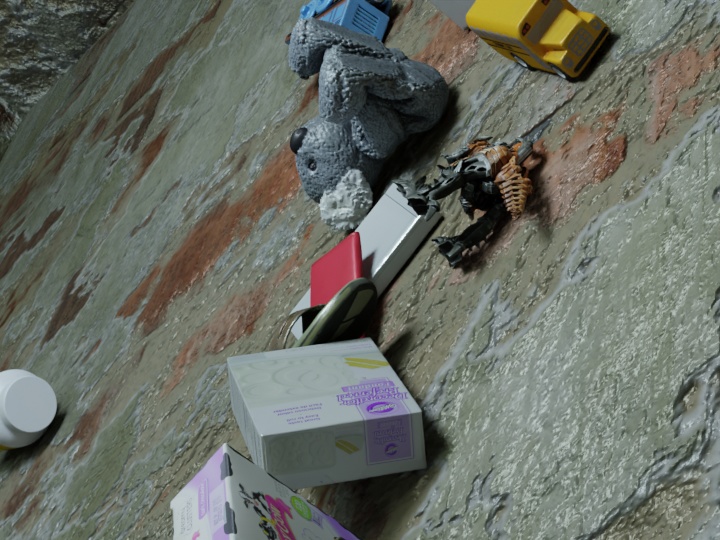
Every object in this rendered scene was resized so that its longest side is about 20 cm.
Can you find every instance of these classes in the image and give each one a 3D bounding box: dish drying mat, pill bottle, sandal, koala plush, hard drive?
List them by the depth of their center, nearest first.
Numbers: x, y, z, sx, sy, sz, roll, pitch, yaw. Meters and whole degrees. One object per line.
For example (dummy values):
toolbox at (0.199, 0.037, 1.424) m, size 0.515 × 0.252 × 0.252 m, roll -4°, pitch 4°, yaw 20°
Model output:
sandal at (-0.063, 0.075, 1.666) m, size 0.201 × 0.080 × 0.058 m, roll -46°, pitch 66°, yaw 24°
dish drying mat at (-0.023, 0.055, 1.731) m, size 0.077 × 0.018 × 0.201 m, roll -38°, pitch 37°, yaw 33°
hard drive at (0.000, 0.000, 1.818) m, size 0.201 × 0.027 × 0.132 m, roll -52°, pitch 21°, yaw 2°
koala plush at (-0.008, -0.156, 1.953) m, size 0.201 × 0.182 × 0.178 m, roll -67°, pitch 27°, yaw 21°
pill bottle at (-0.516, 0.205, 2.472) m, size 0.199 × 0.112 × 0.113 m, roll -16°, pitch 41°, yaw 57°

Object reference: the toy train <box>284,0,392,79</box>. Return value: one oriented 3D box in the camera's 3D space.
toy train at (-0.034, -0.335, 2.360) m, size 0.199 × 0.086 × 0.115 m, roll -22°, pitch 42°, yaw 54°

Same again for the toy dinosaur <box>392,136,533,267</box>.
toy dinosaur at (0.114, -0.084, 1.629) m, size 0.135 × 0.103 × 0.200 m, roll -36°, pitch -1°, yaw -2°

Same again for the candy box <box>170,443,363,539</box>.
candy box at (-0.046, 0.246, 1.267) m, size 0.072 × 0.199 × 0.168 m, roll -46°, pitch 22°, yaw 14°

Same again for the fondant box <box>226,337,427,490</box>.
fondant box at (-0.034, 0.126, 1.523) m, size 0.200 × 0.143 × 0.059 m, roll -127°, pitch 31°, yaw -68°

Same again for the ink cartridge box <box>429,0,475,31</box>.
ink cartridge box at (0.110, -0.409, 2.076) m, size 0.083 × 0.146 × 0.201 m, roll -40°, pitch 23°, yaw 32°

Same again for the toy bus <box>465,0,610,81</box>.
toy bus at (0.183, -0.254, 1.763) m, size 0.065 × 0.078 × 0.200 m, roll -52°, pitch 20°, yaw 0°
